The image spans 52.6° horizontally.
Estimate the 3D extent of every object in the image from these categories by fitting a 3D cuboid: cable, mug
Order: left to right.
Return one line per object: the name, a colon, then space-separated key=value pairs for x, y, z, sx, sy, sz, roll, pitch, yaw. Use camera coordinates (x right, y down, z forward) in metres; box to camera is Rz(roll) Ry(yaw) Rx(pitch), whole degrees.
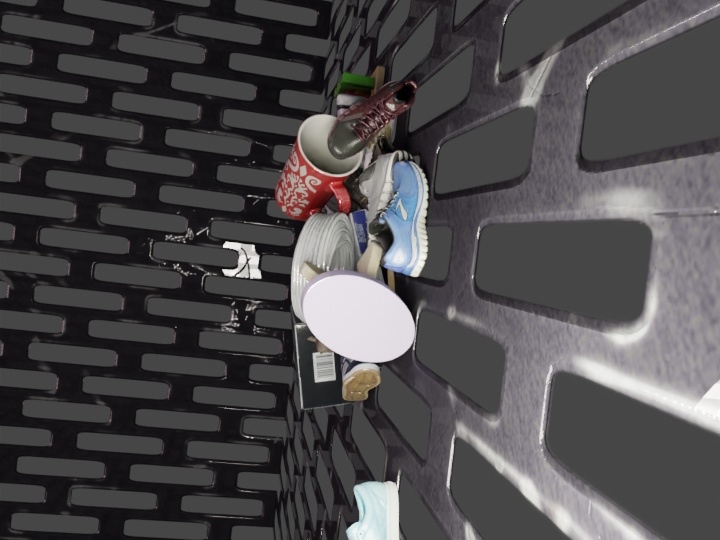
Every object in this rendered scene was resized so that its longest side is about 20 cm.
mug: x=-0.094 y=-0.174 z=1.427 sx=0.200 sy=0.131 sz=0.181 roll=135 pitch=144 yaw=-56
cable: x=-0.064 y=-0.003 z=1.295 sx=0.200 sy=0.068 sz=0.205 roll=45 pitch=-126 yaw=-71

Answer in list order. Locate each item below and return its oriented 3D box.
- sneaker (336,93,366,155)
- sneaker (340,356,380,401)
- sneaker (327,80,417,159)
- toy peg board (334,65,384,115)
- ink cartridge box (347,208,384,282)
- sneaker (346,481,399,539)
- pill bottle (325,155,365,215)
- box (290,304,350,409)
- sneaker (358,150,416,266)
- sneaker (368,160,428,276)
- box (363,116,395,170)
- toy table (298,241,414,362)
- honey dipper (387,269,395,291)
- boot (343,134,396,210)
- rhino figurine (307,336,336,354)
sneaker: x=-0.004 y=-0.309 z=1.549 sx=0.199 sy=0.074 sz=0.118 roll=-20 pitch=-58 yaw=-67
sneaker: x=-0.003 y=0.179 z=1.422 sx=0.201 sy=0.068 sz=0.111 roll=110 pitch=162 yaw=-65
sneaker: x=0.026 y=-0.284 z=1.315 sx=0.200 sy=0.076 sz=0.115 roll=-46 pitch=15 yaw=-12
toy peg board: x=-0.015 y=-0.377 z=1.775 sx=0.200 sy=0.095 sz=0.204 roll=174 pitch=102 yaw=-81
ink cartridge box: x=0.000 y=0.000 z=1.440 sx=0.200 sy=0.040 sz=0.204 roll=133 pitch=124 yaw=-76
sneaker: x=0.016 y=0.422 z=1.106 sx=0.075 sy=0.080 sz=0.203 roll=107 pitch=166 yaw=-51
pill bottle: x=-0.022 y=-0.182 z=1.626 sx=0.114 sy=0.110 sz=0.203 roll=-96 pitch=13 yaw=-52
box: x=-0.098 y=0.194 z=1.724 sx=0.197 sy=0.121 sz=0.205 roll=-134 pitch=39 yaw=-76
sneaker: x=0.033 y=-0.112 z=1.293 sx=0.115 sy=0.074 sz=0.204 roll=15 pitch=89 yaw=55
sneaker: x=0.059 y=-0.091 z=1.162 sx=0.079 sy=0.087 sz=0.204 roll=116 pitch=158 yaw=-59
box: x=0.037 y=-0.247 z=1.515 sx=0.038 sy=0.041 sz=0.205 roll=17 pitch=102 yaw=43
toy table: x=-0.012 y=0.052 z=1.158 sx=0.184 sy=0.199 sz=0.117 roll=-46 pitch=26 yaw=7
honey dipper: x=0.055 y=0.012 z=1.293 sx=0.038 sy=0.037 sz=0.204 roll=112 pitch=159 yaw=-58
boot: x=0.027 y=-0.189 z=1.407 sx=0.201 sy=0.068 sz=0.176 roll=55 pitch=148 yaw=30
rhino figurine: x=-0.051 y=0.127 z=1.442 sx=0.088 sy=0.060 sz=0.199 roll=-53 pitch=15 yaw=-20
